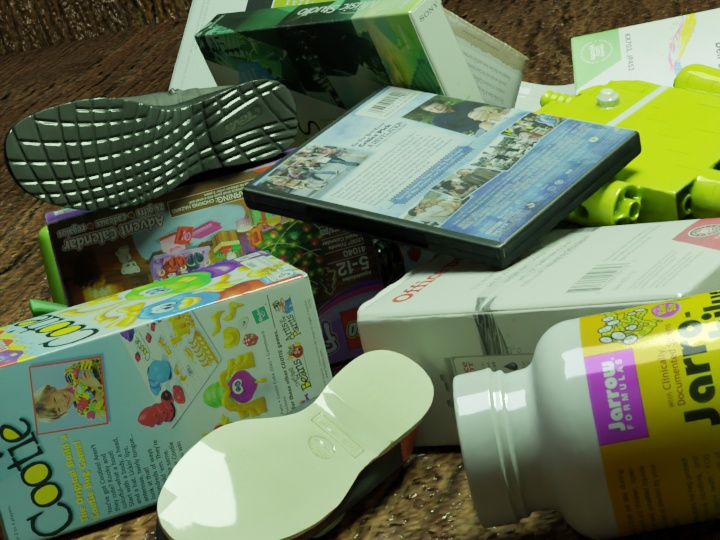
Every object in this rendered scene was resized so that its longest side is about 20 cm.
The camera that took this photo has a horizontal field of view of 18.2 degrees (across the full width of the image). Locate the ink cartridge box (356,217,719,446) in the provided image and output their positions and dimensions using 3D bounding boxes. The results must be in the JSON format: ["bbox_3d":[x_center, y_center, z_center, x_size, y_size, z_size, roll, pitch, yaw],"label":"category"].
[{"bbox_3d":[0.121,0.032,1.240,0.199,0.083,0.146,-4,17,32],"label":"ink cartridge box"}]

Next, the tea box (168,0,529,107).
[{"bbox_3d":[-0.008,-0.137,1.698,0.196,0.134,0.200,16,0,26],"label":"tea box"}]

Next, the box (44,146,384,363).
[{"bbox_3d":[-0.088,0.006,1.431,0.199,0.137,0.039,-15,13,-7],"label":"box"}]

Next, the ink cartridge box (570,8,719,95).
[{"bbox_3d":[0.267,-0.138,1.715,0.199,0.067,0.117,-11,47,11],"label":"ink cartridge box"}]

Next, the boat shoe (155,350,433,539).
[{"bbox_3d":[-0.036,0.106,1.151,0.200,0.071,0.063,-32,-19,-47],"label":"boat shoe"}]

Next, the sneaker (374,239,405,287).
[{"bbox_3d":[0.000,0.000,1.536,0.200,0.078,0.085,-32,28,-29],"label":"sneaker"}]

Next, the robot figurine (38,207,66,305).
[{"bbox_3d":[-0.143,-0.028,1.663,0.175,0.116,0.200,-3,17,41],"label":"robot figurine"}]

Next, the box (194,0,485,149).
[{"bbox_3d":[-0.005,-0.110,1.489,0.199,0.145,0.036,-2,35,42],"label":"box"}]

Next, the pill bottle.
[{"bbox_3d":[0.147,0.066,1.039,0.199,0.105,0.104,-12,14,8],"label":"pill bottle"}]

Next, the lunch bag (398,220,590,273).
[{"bbox_3d":[0.130,-0.012,1.432,0.160,0.076,0.200,-17,14,-30],"label":"lunch bag"}]

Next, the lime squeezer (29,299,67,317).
[{"bbox_3d":[-0.125,0.030,1.562,0.199,0.038,0.071,-13,29,-12],"label":"lime squeezer"}]

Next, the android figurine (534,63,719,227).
[{"bbox_3d":[0.176,-0.074,1.373,0.200,0.041,0.182,19,40,40],"label":"android figurine"}]

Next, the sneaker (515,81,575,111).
[{"bbox_3d":[0.160,-0.105,1.835,0.199,0.073,0.085,7,59,36],"label":"sneaker"}]

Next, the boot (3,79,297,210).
[{"bbox_3d":[-0.150,-0.078,1.429,0.199,0.070,0.131,-8,6,-29],"label":"boot"}]

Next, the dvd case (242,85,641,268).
[{"bbox_3d":[0.047,-0.059,1.333,0.199,0.018,0.143,14,40,39],"label":"dvd case"}]

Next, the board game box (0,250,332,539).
[{"bbox_3d":[-0.125,0.070,1.279,0.199,0.105,0.103,-16,13,-15],"label":"board game box"}]
